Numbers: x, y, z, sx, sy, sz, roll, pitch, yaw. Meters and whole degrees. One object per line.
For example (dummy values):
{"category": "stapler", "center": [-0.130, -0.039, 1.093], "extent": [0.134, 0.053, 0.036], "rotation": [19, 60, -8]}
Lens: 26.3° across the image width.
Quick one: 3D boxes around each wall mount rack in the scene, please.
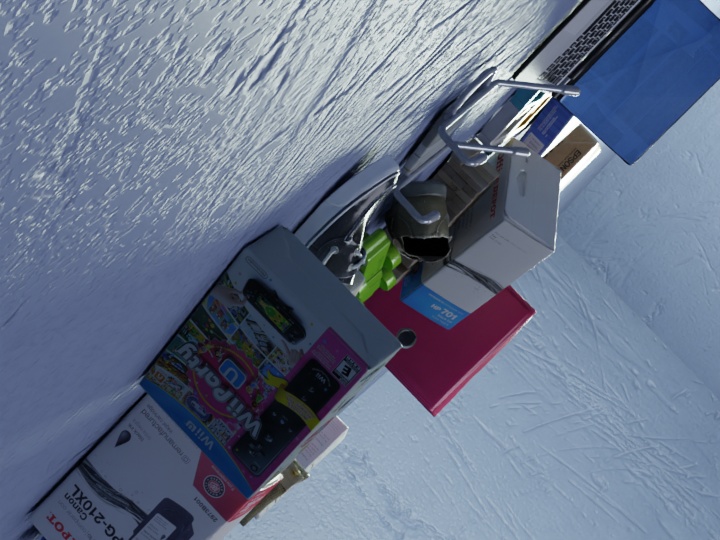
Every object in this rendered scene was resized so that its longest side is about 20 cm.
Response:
{"category": "wall mount rack", "center": [0.120, -0.131, 1.531], "extent": [0.174, 0.075, 0.200], "rotation": [-39, 173, -35]}

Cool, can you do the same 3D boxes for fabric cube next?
{"category": "fabric cube", "center": [0.106, 0.067, 2.164], "extent": [0.199, 0.196, 0.200], "rotation": [-43, 173, -2]}

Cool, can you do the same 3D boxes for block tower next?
{"category": "block tower", "center": [0.083, -0.065, 1.814], "extent": [0.200, 0.058, 0.054], "rotation": [-50, 172, 35]}

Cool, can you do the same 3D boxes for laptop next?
{"category": "laptop", "center": [0.294, -0.226, 1.664], "extent": [0.187, 0.116, 0.200], "rotation": [-46, 161, 17]}

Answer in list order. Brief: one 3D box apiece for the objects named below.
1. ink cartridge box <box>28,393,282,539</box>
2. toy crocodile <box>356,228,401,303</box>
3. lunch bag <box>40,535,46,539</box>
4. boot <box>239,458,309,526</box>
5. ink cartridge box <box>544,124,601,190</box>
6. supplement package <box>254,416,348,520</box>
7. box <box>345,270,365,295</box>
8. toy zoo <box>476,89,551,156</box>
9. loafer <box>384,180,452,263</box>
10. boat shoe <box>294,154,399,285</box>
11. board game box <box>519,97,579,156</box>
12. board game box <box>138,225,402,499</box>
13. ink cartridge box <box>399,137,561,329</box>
{"category": "ink cartridge box", "center": [-0.200, 0.222, 1.504], "extent": [0.200, 0.145, 0.084], "rotation": [-45, 172, 12]}
{"category": "toy crocodile", "center": [0.000, 0.000, 1.742], "extent": [0.067, 0.062, 0.200], "rotation": [-41, 168, -16]}
{"category": "lunch bag", "center": [-0.235, 0.313, 1.641], "extent": [0.136, 0.200, 0.132], "rotation": [-48, 177, -9]}
{"category": "boot", "center": [-0.102, 0.159, 1.659], "extent": [0.200, 0.155, 0.073], "rotation": [-43, 173, -5]}
{"category": "ink cartridge box", "center": [0.279, -0.148, 2.395], "extent": [0.200, 0.075, 0.165], "rotation": [-46, 172, 9]}
{"category": "supplement package", "center": [-0.131, 0.285, 2.453], "extent": [0.200, 0.117, 0.117], "rotation": [-42, 173, -12]}
{"category": "box", "center": [-0.061, 0.040, 1.543], "extent": [0.082, 0.068, 0.200], "rotation": [-41, 173, -23]}
{"category": "toy zoo", "center": [0.207, -0.209, 1.804], "extent": [0.200, 0.020, 0.131], "rotation": [-48, 173, 29]}
{"category": "loafer", "center": [0.063, -0.040, 1.696], "extent": [0.075, 0.070, 0.200], "rotation": [-3, 165, 4]}
{"category": "boat shoe", "center": [-0.026, -0.017, 1.393], "extent": [0.200, 0.068, 0.072], "rotation": [-45, 173, 12]}
{"category": "board game box", "center": [0.320, -0.257, 2.088], "extent": [0.199, 0.043, 0.200], "rotation": [-39, 172, -32]}
{"category": "board game box", "center": [-0.082, 0.082, 1.334], "extent": [0.200, 0.148, 0.064], "rotation": [-49, 172, 37]}
{"category": "ink cartridge box", "center": [0.146, -0.043, 1.875], "extent": [0.200, 0.086, 0.147], "rotation": [-38, -152, 40]}
